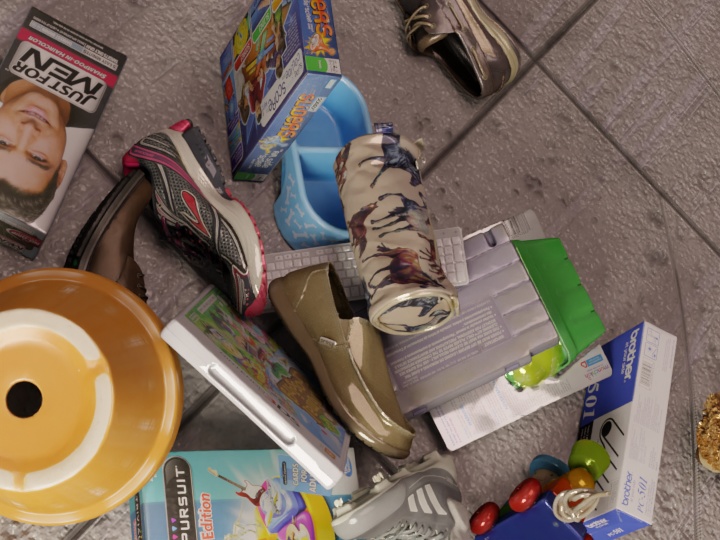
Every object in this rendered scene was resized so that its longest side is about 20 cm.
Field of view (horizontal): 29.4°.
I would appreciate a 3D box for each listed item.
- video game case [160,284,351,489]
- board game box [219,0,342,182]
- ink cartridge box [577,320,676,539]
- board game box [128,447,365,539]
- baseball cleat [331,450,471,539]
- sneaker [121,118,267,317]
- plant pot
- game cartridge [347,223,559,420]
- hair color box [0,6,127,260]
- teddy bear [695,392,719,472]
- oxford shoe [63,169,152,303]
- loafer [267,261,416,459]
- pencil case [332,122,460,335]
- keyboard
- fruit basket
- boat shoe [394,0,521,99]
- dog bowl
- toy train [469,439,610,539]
[{"bbox_3d":[-0.080,0.091,1.159,0.182,0.200,0.022,43,97,-3],"label":"video game case"},{"bbox_3d":[-0.078,-0.187,1.264,0.034,0.200,0.137,2,67,-25],"label":"board game box"},{"bbox_3d":[0.253,0.158,1.337,0.044,0.094,0.202,25,58,-15],"label":"ink cartridge box"},{"bbox_3d":[-0.092,0.231,1.159,0.197,0.047,0.153,2,67,-26],"label":"board game box"},{"bbox_3d":[0.048,0.217,1.185,0.199,0.069,0.108,-16,78,-60],"label":"baseball cleat"},{"bbox_3d":[-0.145,-0.039,1.239,0.074,0.081,0.201,-25,67,-21],"label":"sneaker"},{"bbox_3d":[-0.235,0.094,1.025,0.197,0.183,0.204,0,85,-5],"label":"plant pot"},{"bbox_3d":[0.071,0.055,1.276,0.198,0.038,0.131,-24,77,-4],"label":"game cartridge"},{"bbox_3d":[-0.290,-0.123,1.213,0.098,0.061,0.202,26,59,-14],"label":"hair color box"},{"bbox_3d":[0.420,0.204,1.427,0.197,0.067,0.147,8,73,-30],"label":"teddy bear"},{"bbox_3d":[-0.217,0.008,1.188,0.084,0.073,0.203,26,71,-16],"label":"oxford shoe"},{"bbox_3d":[-0.008,0.075,1.212,0.067,0.076,0.201,-38,77,11],"label":"loafer"},{"bbox_3d":[0.033,-0.035,1.236,0.088,0.078,0.202,-21,55,12],"label":"pencil case"},{"bbox_3d":[0.000,0.000,1.276,0.197,0.011,0.057,-8,65,3],"label":"keyboard"},{"bbox_3d":[0.127,0.056,1.340,0.198,0.094,0.187,-24,78,-17],"label":"fruit basket"},{"bbox_3d":[0.086,-0.266,1.458,0.200,0.074,0.073,44,56,-1],"label":"boat shoe"},{"bbox_3d":[-0.033,-0.108,1.341,0.110,0.050,0.203,-1,69,-27],"label":"dog bowl"},{"bbox_3d":[0.191,0.196,1.227,0.085,0.200,0.116,44,51,-1],"label":"toy train"}]
